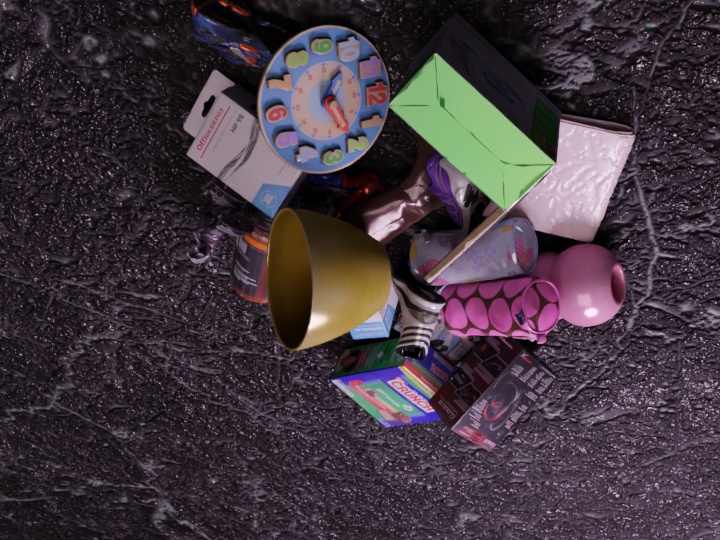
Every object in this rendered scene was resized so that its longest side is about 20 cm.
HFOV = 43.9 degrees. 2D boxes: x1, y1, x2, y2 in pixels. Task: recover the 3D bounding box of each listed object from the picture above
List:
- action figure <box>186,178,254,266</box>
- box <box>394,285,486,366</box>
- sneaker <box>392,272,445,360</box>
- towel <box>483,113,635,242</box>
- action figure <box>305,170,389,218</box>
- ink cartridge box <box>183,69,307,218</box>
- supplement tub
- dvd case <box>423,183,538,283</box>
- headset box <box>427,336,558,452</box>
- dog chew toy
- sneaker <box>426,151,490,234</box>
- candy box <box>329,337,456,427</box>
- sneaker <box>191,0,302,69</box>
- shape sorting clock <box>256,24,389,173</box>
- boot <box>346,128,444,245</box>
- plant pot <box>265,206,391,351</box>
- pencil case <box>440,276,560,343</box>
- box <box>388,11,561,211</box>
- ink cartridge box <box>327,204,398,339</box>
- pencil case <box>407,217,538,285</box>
[{"bbox_3d":[-0.227,-0.079,1.402,0.069,0.132,0.200,11,164,-25],"label":"action figure"},{"bbox_3d":[0.168,0.073,1.518,0.136,0.040,0.200,33,133,-15],"label":"box"},{"bbox_3d":[0.075,0.075,1.425,0.075,0.201,0.116,16,99,-8],"label":"sneaker"},{"bbox_3d":[0.272,-0.140,1.286,0.189,0.032,0.201,14,135,5],"label":"towel"},{"bbox_3d":[-0.047,-0.120,1.373,0.198,0.065,0.100,14,122,4],"label":"action figure"},{"bbox_3d":[-0.170,-0.185,1.298,0.199,0.067,0.116,36,116,0],"label":"ink cartridge box"},{"bbox_3d":[-0.149,-0.046,1.449,0.106,0.108,0.201,18,136,-2],"label":"supplement tub"},{"bbox_3d":[0.177,-0.065,1.227,0.016,0.149,0.200,47,111,4],"label":"dvd case"},{"bbox_3d":[0.218,0.208,1.509,0.200,0.075,0.148,-49,137,6],"label":"headset box"},{"bbox_3d":[0.302,0.023,1.379,0.199,0.125,0.125,-2,134,38],"label":"dog chew toy"},{"bbox_3d":[0.135,-0.117,1.242,0.083,0.081,0.200,30,171,20],"label":"sneaker"},{"bbox_3d":[0.073,0.204,1.621,0.199,0.077,0.169,-19,128,45],"label":"candy box"},{"bbox_3d":[-0.143,-0.311,1.226,0.199,0.076,0.078,30,150,-9],"label":"sneaker"},{"bbox_3d":[-0.046,-0.229,1.211,0.039,0.200,0.201,32,158,51],"label":"shape sorting clock"},{"bbox_3d":[0.047,-0.122,1.299,0.199,0.065,0.187,-27,131,14],"label":"boot"},{"bbox_3d":[-0.040,0.009,1.283,0.141,0.201,0.201,-3,142,-24],"label":"plant pot"},{"bbox_3d":[0.205,0.060,1.353,0.199,0.090,0.095,-3,96,57],"label":"pencil case"},{"bbox_3d":[0.150,-0.203,1.132,0.200,0.177,0.097,40,123,-10],"label":"box"},{"bbox_3d":[0.000,0.000,1.443,0.067,0.116,0.201,-5,132,20],"label":"ink cartridge box"},{"bbox_3d":[0.170,-0.029,1.364,0.199,0.083,0.092,-5,102,38],"label":"pencil case"}]
